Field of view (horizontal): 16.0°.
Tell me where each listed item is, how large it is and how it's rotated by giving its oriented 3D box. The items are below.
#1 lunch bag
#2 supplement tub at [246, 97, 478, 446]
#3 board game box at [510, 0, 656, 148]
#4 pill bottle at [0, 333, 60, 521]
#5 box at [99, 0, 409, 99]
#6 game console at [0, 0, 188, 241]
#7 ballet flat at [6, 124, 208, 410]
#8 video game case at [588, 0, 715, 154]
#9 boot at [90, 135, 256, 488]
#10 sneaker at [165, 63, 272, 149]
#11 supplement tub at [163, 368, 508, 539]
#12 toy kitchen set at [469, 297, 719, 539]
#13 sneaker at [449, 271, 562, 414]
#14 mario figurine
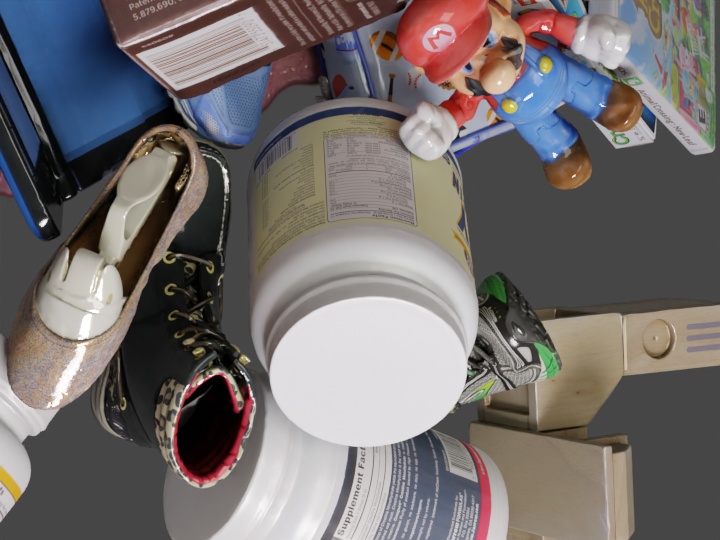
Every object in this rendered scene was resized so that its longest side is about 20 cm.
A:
[{"bbox_3d":[0.058,-0.157,1.757,0.199,0.075,0.161,-22,106,-28],"label":"lunch bag"},{"bbox_3d":[0.000,0.000,1.634,0.144,0.200,0.146,-2,129,-2],"label":"supplement tub"},{"bbox_3d":[0.152,-0.188,1.743,0.200,0.034,0.127,44,46,-48],"label":"board game box"},{"bbox_3d":[-0.272,0.130,1.559,0.113,0.113,0.200,45,72,-24],"label":"pill bottle"},{"bbox_3d":[-0.088,-0.235,1.550,0.164,0.166,0.201,-22,81,6],"label":"box"},{"bbox_3d":[-0.187,-0.143,1.595,0.118,0.171,0.201,-24,106,1],"label":"game console"},{"bbox_3d":[-0.155,-0.010,1.547,0.068,0.067,0.201,24,64,5],"label":"ballet flat"},{"bbox_3d":[0.206,-0.207,1.789,0.182,0.022,0.201,37,51,-52],"label":"video game case"},{"bbox_3d":[-0.102,0.027,1.613,0.073,0.154,0.205,12,98,-26],"label":"boot"},{"bbox_3d":[-0.074,-0.179,1.662,0.078,0.089,0.201,3,92,-45],"label":"sneaker"},{"bbox_3d":[-0.015,0.155,1.693,0.199,0.140,0.141,23,81,-29],"label":"supplement tub"},{"bbox_3d":[0.196,0.129,1.801,0.180,0.163,0.201,-5,96,-30],"label":"toy kitchen set"},{"bbox_3d":[0.069,0.062,1.705,0.085,0.200,0.078,-33,87,-22],"label":"sneaker"},{"bbox_3d":[0.101,-0.115,1.633,0.200,0.106,0.124,29,70,-43],"label":"mario figurine"}]
